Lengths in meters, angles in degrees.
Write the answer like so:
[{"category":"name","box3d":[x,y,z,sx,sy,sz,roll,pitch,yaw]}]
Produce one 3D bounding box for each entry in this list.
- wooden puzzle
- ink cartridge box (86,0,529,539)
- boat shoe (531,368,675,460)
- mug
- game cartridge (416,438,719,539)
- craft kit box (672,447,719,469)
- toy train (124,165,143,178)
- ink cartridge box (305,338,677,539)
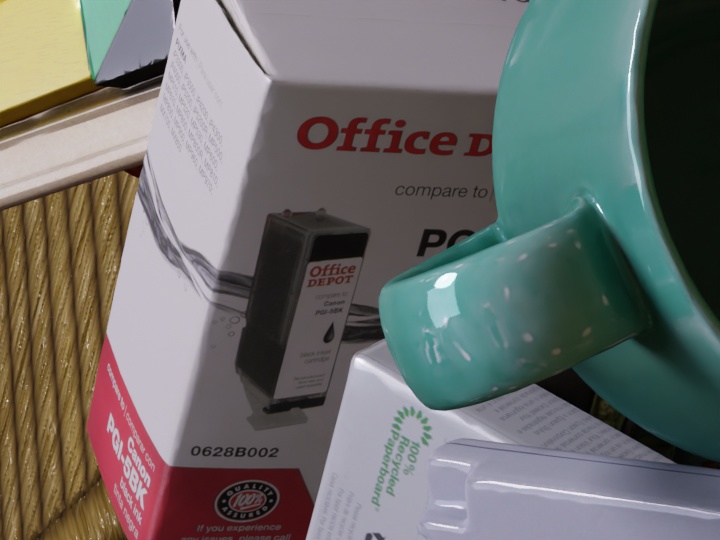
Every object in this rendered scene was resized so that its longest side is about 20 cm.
[{"category":"wooden puzzle","box3d":[-0.118,-0.124,0.915,0.200,0.037,0.186,-17,79,39]},{"category":"ink cartridge box","box3d":[0.000,0.000,0.842,0.083,0.146,0.201,-119,36,-49]},{"category":"boat shoe","box3d":[0.058,0.044,0.714,0.076,0.071,0.200,-89,19,-56]},{"category":"mug","box3d":[0.093,-0.030,0.568,0.114,0.184,0.153,165,114,-71]},{"category":"game cartridge","box3d":[0.083,0.142,0.589,0.133,0.041,0.201,7,110,41]},{"category":"craft kit box","box3d":[0.108,0.122,0.709,0.200,0.048,0.198,146,120,-63]},{"category":"toy train","box3d":[-0.002,-0.018,0.950,0.115,0.085,0.200,-10,121,40]},{"category":"ink cartridge box","box3d":[0.062,0.143,0.656,0.200,0.041,0.200,31,123,27]}]
